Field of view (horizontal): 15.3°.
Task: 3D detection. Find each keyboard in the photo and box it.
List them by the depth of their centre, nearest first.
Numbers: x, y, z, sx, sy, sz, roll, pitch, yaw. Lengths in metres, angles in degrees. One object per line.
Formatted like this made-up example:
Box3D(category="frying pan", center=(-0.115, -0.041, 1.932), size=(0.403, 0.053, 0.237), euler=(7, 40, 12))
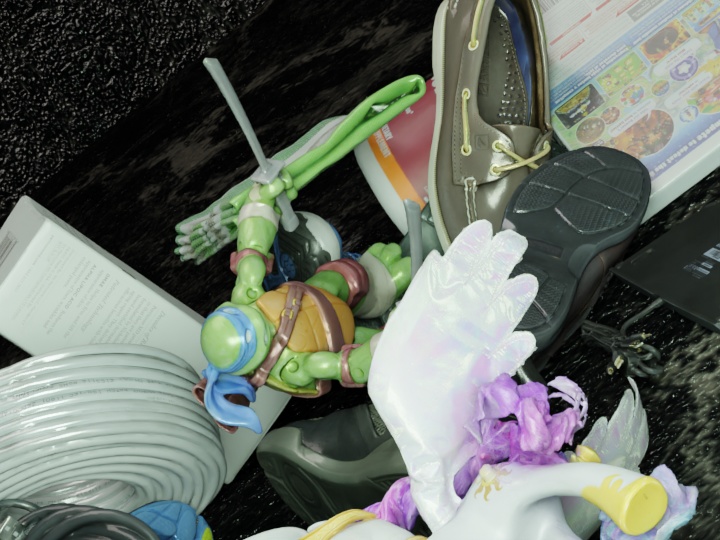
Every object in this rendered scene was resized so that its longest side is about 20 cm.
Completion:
Box3D(category="keyboard", center=(0.170, 0.013, 1.397), size=(0.127, 0.021, 0.200), euler=(-33, 11, -4))

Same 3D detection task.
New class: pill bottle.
Box3D(category="pill bottle", center=(0.104, -0.099, 1.756), size=(0.200, 0.113, 0.113), euler=(-36, 13, 10))

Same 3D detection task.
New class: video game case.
Box3D(category="video game case", center=(0.173, -0.131, 1.642), size=(0.143, 0.018, 0.200), euler=(-37, 47, 5))

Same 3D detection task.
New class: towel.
Box3D(category="towel", center=(-0.041, -0.065, 1.645), size=(0.149, 0.031, 0.200), euler=(-39, 3, -14))

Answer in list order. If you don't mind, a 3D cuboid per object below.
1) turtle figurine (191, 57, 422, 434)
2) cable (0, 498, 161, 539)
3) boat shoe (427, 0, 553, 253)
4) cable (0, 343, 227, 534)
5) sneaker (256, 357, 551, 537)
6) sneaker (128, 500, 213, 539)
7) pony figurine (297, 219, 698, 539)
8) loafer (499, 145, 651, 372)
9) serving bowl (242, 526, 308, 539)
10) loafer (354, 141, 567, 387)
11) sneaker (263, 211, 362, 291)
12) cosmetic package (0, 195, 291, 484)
Box3D(category="turtle figurine", center=(0.000, 0.000, 1.495), size=(0.143, 0.201, 0.194), euler=(10, 1, 29))
Box3D(category="cable", center=(-0.176, 0.221, 1.437), size=(0.163, 0.051, 0.201), euler=(15, 70, 31))
Box3D(category="boat shoe", center=(0.084, -0.082, 1.627), size=(0.072, 0.201, 0.059), euler=(6, -16, -26))
Box3D(category="cable", center=(-0.177, 0.117, 1.562), size=(0.199, 0.069, 0.200), euler=(-17, -27, -3))
Box3D(category="sneaker", center=(0.029, 0.088, 1.403), size=(0.114, 0.076, 0.199), euler=(-43, 16, -28))
Box3D(category="sneaker", center=(-0.165, 0.204, 1.537), size=(0.200, 0.071, 0.083), euler=(-46, 21, -20))
Box3D(category="pony figurine", center=(0.059, 0.102, 1.149), size=(0.193, 0.167, 0.200), euler=(-48, 30, -9))
Box3D(category="loafer", center=(0.106, 0.000, 1.515), size=(0.200, 0.072, 0.063), euler=(-52, -20, -49))
Box3D(category="serving bowl", center=(-0.082, 0.213, 1.285), size=(0.200, 0.066, 0.200), euler=(-36, 13, 9))
Box3D(category="loafer", center=(0.052, -0.007, 1.686), size=(0.200, 0.072, 0.063), euler=(-44, 5, -11))
Box3D(category="sneaker", center=(-0.027, 0.007, 1.717), size=(0.077, 0.076, 0.200), euler=(-27, -16, -13))
Box3D(category="cosmetic package", center=(-0.150, 0.045, 1.732), size=(0.081, 0.200, 0.113), euler=(-56, 18, 0))
